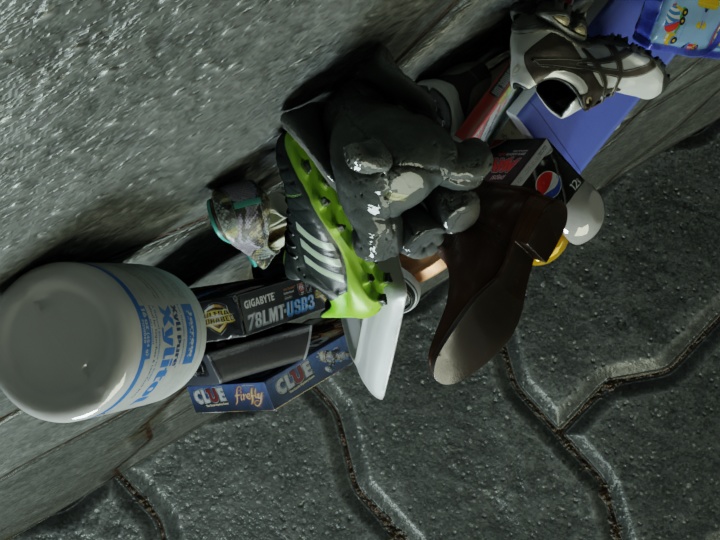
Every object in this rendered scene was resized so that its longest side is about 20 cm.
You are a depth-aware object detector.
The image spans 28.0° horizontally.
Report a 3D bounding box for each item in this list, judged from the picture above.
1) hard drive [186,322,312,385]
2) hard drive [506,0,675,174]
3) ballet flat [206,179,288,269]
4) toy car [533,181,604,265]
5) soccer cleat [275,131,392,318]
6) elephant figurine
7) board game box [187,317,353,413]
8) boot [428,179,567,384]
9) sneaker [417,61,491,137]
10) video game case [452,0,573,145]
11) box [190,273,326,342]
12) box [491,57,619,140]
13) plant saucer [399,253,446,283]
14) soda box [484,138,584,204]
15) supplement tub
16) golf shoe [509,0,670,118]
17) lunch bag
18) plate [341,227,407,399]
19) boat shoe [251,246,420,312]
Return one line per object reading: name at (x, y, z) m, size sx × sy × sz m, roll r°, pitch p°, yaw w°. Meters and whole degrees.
hard drive at (-0.143, 0.087, 1.532) m, size 0.135 × 0.042 × 0.200 m, roll -15°, pitch -175°, yaw -27°
hard drive at (0.239, -0.197, 1.437) m, size 0.200 × 0.025 × 0.132 m, roll -51°, pitch 138°, yaw -4°
ballet flat at (-0.092, -0.043, 1.346) m, size 0.072 × 0.072 × 0.200 m, roll -32°, pitch 173°, yaw 0°
toy car at (0.193, -0.108, 1.775) m, size 0.175 × 0.201 × 0.150 m, roll -13°, pitch 168°, yaw 35°
soccer cleat at (-0.041, -0.033, 1.283) m, size 0.081 × 0.200 × 0.068 m, roll -12°, pitch -146°, yaw 23°
elephant figurine at (0.006, -0.111, 1.179) m, size 0.141 × 0.200 × 0.155 m, roll -13°, pitch 139°, yaw -23°
board game box at (-0.075, 0.101, 1.605) m, size 0.135 × 0.035 × 0.200 m, roll -8°, pitch -165°, yaw 45°
boot at (0.053, -0.012, 1.218) m, size 0.187 × 0.200 × 0.064 m, roll -54°, pitch 137°, yaw -14°
sneaker at (0.082, -0.146, 1.438) m, size 0.079 × 0.074 × 0.200 m, roll -36°, pitch 175°, yaw -19°
video game case at (0.135, -0.161, 1.391) m, size 0.200 × 0.017 × 0.143 m, roll -54°, pitch 172°, yaw -21°
box at (-0.154, 0.044, 1.520) m, size 0.198 × 0.050 × 0.200 m, roll -11°, pitch -176°, yaw 30°
box at (0.204, -0.177, 1.602) m, size 0.128 × 0.109 × 0.200 m, roll -34°, pitch 174°, yaw 12°
plant saucer at (0.086, -0.075, 1.707) m, size 0.200 × 0.032 × 0.201 m, roll -38°, pitch -148°, yaw 29°
soda box at (0.136, -0.089, 1.464) m, size 0.071 × 0.063 × 0.200 m, roll -52°, pitch -157°, yaw -14°
supplement tub at (-0.221, 0.058, 1.241) m, size 0.132 × 0.132 × 0.200 m, roll -34°, pitch 174°, yaw 11°
golf shoe at (0.205, -0.179, 1.332) m, size 0.200 × 0.095 × 0.078 m, roll 17°, pitch 175°, yaw -37°
lunch bag at (0.320, -0.280, 1.338) m, size 0.200 × 0.094 × 0.151 m, roll -10°, pitch 127°, yaw -50°
plate at (0.000, 0.000, 1.448) m, size 0.032 × 0.200 × 0.200 m, roll -6°, pitch 145°, yaw -12°
boat shoe at (-0.030, 0.017, 1.640) m, size 0.057 × 0.199 × 0.069 m, roll -82°, pitch -173°, yaw -60°
